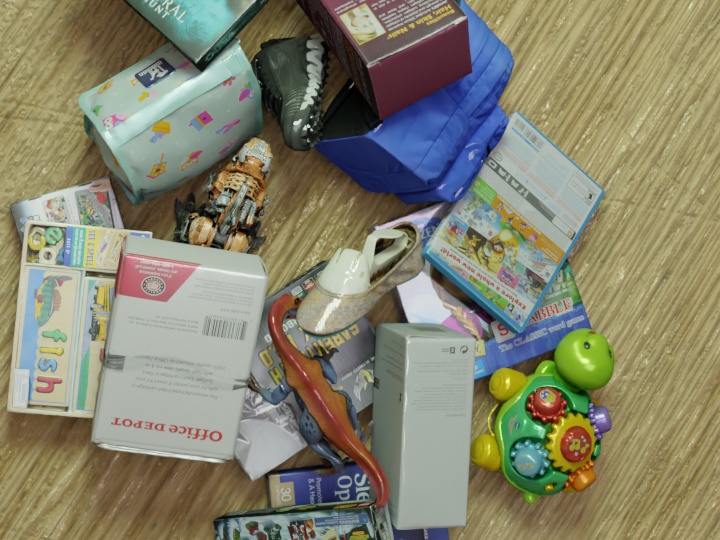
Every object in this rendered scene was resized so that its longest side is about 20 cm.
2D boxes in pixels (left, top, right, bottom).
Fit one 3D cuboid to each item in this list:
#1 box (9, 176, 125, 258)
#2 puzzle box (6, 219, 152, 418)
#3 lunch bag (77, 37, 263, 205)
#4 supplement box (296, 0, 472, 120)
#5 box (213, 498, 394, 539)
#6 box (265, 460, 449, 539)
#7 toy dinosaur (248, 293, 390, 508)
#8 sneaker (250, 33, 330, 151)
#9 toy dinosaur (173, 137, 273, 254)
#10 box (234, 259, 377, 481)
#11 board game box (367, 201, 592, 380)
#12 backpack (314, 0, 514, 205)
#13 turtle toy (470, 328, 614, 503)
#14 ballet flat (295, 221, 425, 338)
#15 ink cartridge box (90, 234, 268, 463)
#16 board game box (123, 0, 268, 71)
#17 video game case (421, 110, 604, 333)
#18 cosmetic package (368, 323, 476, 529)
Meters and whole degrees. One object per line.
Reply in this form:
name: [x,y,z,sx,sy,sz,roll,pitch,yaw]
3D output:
box: [-0.289,0.011,1.525,0.110,0.035,0.201,-16,92,-11]
puzzle box: [-0.289,0.053,1.493,0.132,0.025,0.201,5,88,-11]
lunch bag: [-0.189,-0.160,1.459,0.170,0.200,0.122,-32,88,-9]
supplement box: [0.015,-0.262,1.433,0.110,0.086,0.200,-27,58,-8]
box: [-0.053,0.315,1.505,0.199,0.040,0.138,-11,91,30]
box: [0.001,0.269,1.581,0.199,0.032,0.122,-6,90,-12]
toy dinosaur: [-0.037,0.115,1.472,0.105,0.200,0.182,-39,130,-24]
sneaker: [-0.081,-0.187,1.511,0.090,0.200,0.067,3,128,1]
toy dinosaur: [-0.152,-0.042,1.501,0.102,0.136,0.200,45,82,-8]
box: [-0.078,0.107,1.558,0.200,0.048,0.159,-32,95,-10]
board game box: [0.134,0.012,1.604,0.199,0.041,0.200,-21,93,-11]
backpack: [0.070,-0.180,1.540,0.168,0.162,0.201,38,73,-29]
turtle toy: [0.216,0.159,1.572,0.145,0.101,0.201,19,86,-28]
ballet flat: [0.000,0.000,1.481,0.068,0.200,0.068,21,124,25]
ink cartridge box: [-0.181,0.079,1.433,0.145,0.085,0.201,9,105,-12]
board game box: [-0.178,-0.304,1.380,0.200,0.028,0.135,42,86,12]
video game case: [0.169,-0.053,1.569,0.143,0.018,0.200,40,69,-17]
cosmetic package: [0.063,0.160,1.512,0.081,0.113,0.201,2,94,-16]
